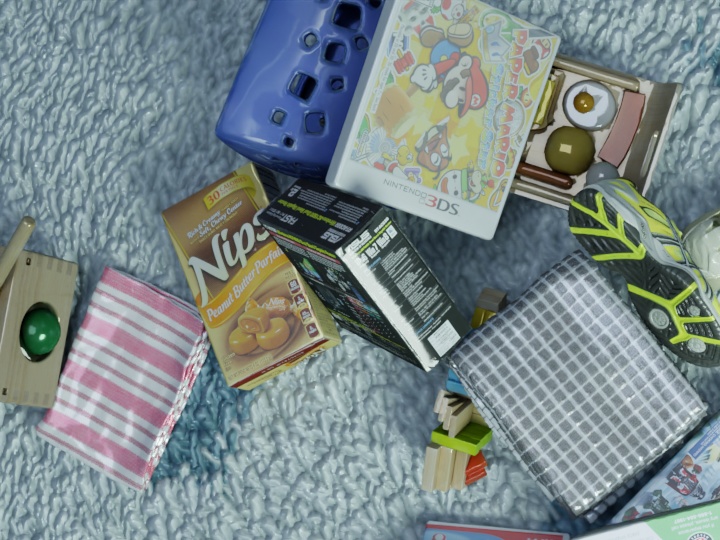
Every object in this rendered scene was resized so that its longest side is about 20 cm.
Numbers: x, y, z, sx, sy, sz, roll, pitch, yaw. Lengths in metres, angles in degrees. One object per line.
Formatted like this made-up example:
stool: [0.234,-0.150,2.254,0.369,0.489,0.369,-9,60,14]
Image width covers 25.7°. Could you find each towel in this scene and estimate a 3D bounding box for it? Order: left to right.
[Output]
towel: [-0.248,0.112,1.647,0.146,0.030,0.201,24,91,22]
towel: [0.196,0.105,1.421,0.165,0.086,0.200,-38,81,-9]

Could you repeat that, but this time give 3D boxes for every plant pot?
plant pot: [-0.003,-0.171,1.518,0.179,0.200,0.201,23,90,14]

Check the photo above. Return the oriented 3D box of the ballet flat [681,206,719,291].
ballet flat: [0.347,-0.040,1.438,0.200,0.069,0.070,-36,72,12]

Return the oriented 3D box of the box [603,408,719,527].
box: [0.320,0.228,1.422,0.200,0.040,0.137,-47,71,8]

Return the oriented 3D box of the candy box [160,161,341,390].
candy box: [-0.112,0.006,1.600,0.115,0.055,0.201,-27,74,14]

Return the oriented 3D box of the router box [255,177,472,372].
router box: [0.000,0.000,1.461,0.062,0.150,0.200,-43,25,-12]

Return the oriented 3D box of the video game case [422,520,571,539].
video game case: [0.106,0.321,1.438,0.142,0.018,0.201,2,48,20]

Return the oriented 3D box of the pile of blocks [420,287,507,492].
pile of blocks: [0.115,0.118,1.489,0.062,0.082,0.201,14,87,21]

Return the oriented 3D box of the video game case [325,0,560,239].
video game case: [0.077,-0.146,1.425,0.023,0.181,0.201,23,95,59]

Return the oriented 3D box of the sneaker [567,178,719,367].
sneaker: [0.275,-0.004,1.415,0.200,0.076,0.075,54,139,4]

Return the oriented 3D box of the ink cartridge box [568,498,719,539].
ink cartridge box: [0.277,0.309,1.359,0.144,0.087,0.201,-16,81,16]

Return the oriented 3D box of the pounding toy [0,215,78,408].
pounding toy: [-0.388,0.039,1.633,0.199,0.142,0.185,6,84,29]

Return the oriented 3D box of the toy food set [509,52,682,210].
toy food set: [0.187,-0.137,1.495,0.199,0.060,0.144,18,89,6]
